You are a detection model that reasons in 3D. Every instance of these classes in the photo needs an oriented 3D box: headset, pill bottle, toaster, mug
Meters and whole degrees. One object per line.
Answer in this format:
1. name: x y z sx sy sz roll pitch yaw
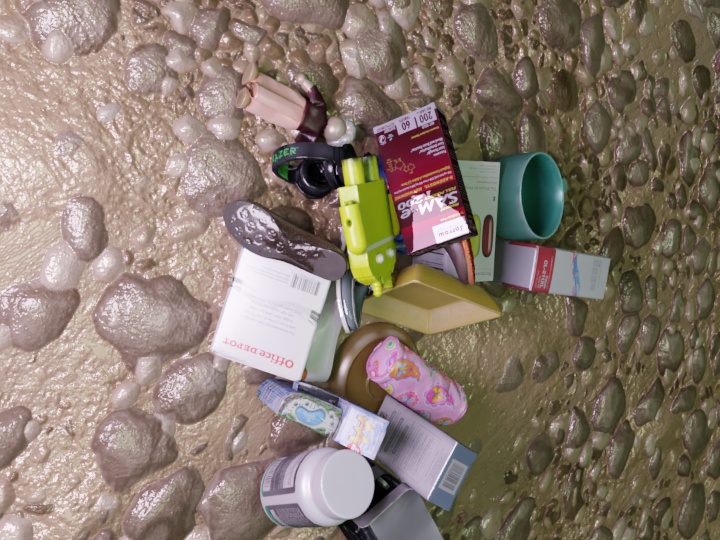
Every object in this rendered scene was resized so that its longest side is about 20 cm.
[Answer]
1. headset: -0.047 -0.167 1.098 0.197 0.121 0.097 15 72 -43
2. pill bottle: -0.068 0.337 1.089 0.110 0.199 0.117 12 67 -30
3. toaster: 0.037 0.430 1.189 0.118 0.179 0.203 -36 113 -21
4. mug: 0.295 -0.128 1.293 0.183 0.112 0.157 25 73 -43

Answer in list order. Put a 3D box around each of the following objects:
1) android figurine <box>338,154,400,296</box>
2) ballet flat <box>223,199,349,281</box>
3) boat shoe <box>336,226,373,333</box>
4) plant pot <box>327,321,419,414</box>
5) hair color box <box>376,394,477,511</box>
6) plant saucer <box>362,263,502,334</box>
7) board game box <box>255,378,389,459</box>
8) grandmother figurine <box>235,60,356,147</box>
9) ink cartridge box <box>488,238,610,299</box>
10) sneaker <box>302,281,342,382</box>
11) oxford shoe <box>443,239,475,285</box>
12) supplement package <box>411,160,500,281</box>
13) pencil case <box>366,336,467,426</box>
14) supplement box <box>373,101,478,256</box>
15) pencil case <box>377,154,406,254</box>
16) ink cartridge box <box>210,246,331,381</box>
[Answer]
1. android figurine: 0.016 -0.066 1.041 0.181 0.040 0.207 -23 105 -66
2. ballet flat: -0.105 -0.044 1.009 0.195 0.046 0.069 24 108 2
3. boat shoe: 0.000 0.000 1.104 0.073 0.060 0.205 67 23 -57
4. plant pot: 0.033 0.195 1.243 0.195 0.027 0.207 -4 99 -30
5. hair color box: 0.091 0.295 1.159 0.060 0.198 0.101 34 84 -34
6. plant saucer: 0.106 0.046 1.180 0.196 0.198 0.050 19 66 -31
7. board game box: -0.045 0.221 1.082 0.197 0.199 0.063 28 80 -19
8. grandmother figurine: -0.094 -0.239 1.087 0.196 0.060 0.125 18 95 -29
9. ink cartridge box: 0.350 -0.003 1.331 0.195 0.145 0.086 7 93 -30
10. sneaker: -0.077 0.081 1.133 0.083 0.072 0.207 5 96 -33
11. oxford shoe: 0.132 -0.068 1.131 0.071 0.071 0.205 -20 87 12
12. supplement package: 0.165 -0.088 1.231 0.111 0.109 0.207 -3 99 -29
13. pencil case: 0.100 0.195 1.222 0.198 0.087 0.089 36 79 -30
14. supplement box: 0.099 -0.136 1.071 0.061 0.106 0.206 1 72 -69
15. pencil case: 0.063 -0.127 1.180 0.077 0.085 0.207 2 98 -54
16. ink cartridge box: -0.127 0.044 1.065 0.142 0.084 0.206 19 89 -5
